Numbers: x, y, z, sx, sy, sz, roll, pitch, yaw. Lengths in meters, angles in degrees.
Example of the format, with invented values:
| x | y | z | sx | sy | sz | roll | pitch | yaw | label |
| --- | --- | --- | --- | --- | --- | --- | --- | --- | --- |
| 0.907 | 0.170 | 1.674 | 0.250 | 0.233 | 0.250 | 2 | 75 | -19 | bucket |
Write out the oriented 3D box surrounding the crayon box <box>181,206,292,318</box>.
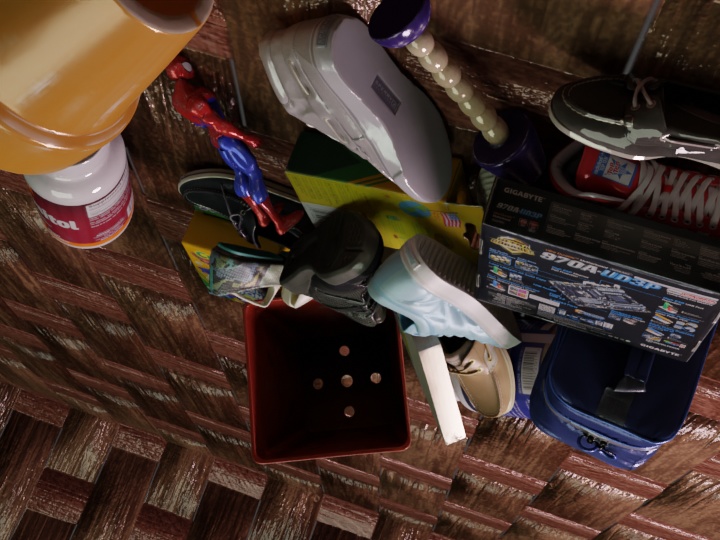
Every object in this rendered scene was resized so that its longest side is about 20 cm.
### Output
| x | y | z | sx | sy | sz | roll | pitch | yaw | label |
| --- | --- | --- | --- | --- | --- | --- | --- | --- | --- |
| -0.150 | -0.012 | 1.269 | 0.124 | 0.052 | 0.201 | 16 | 158 | 12 | crayon box |

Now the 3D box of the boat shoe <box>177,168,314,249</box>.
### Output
| x | y | z | sx | sy | sz | roll | pitch | yaw | label |
| --- | --- | --- | --- | --- | --- | --- | --- | --- | --- |
| -0.118 | -0.063 | 1.107 | 0.197 | 0.063 | 0.075 | 18 | 160 | 11 | boat shoe |

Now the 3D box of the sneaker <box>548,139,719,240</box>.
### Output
| x | y | z | sx | sy | sz | roll | pitch | yaw | label |
| --- | --- | --- | --- | --- | --- | --- | --- | --- | --- |
| 0.241 | -0.062 | 0.773 | 0.198 | 0.072 | 0.112 | 5 | 157 | 40 | sneaker |

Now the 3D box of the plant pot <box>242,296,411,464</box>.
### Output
| x | y | z | sx | sy | sz | roll | pitch | yaw | label |
| --- | --- | --- | --- | --- | --- | --- | --- | --- | --- |
| -0.031 | 0.141 | 1.298 | 0.197 | 0.203 | 0.176 | -7 | 169 | 8 | plant pot |

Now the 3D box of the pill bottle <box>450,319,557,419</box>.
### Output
| x | y | z | sx | sy | sz | roll | pitch | yaw | label |
| --- | --- | --- | --- | --- | --- | --- | --- | --- | --- |
| 0.179 | 0.116 | 1.190 | 0.198 | 0.117 | 0.116 | 1 | 152 | 41 | pill bottle |

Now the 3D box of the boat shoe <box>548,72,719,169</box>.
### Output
| x | y | z | sx | sy | sz | roll | pitch | yaw | label |
| --- | --- | --- | --- | --- | --- | --- | --- | --- | --- |
| 0.233 | -0.108 | 0.691 | 0.197 | 0.067 | 0.057 | 15 | 143 | 1 | boat shoe |

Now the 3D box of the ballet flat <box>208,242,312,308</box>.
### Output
| x | y | z | sx | sy | sz | roll | pitch | yaw | label |
| --- | --- | --- | --- | --- | --- | --- | --- | --- | --- |
| -0.093 | 0.010 | 1.157 | 0.198 | 0.075 | 0.074 | 7 | 170 | -37 | ballet flat |

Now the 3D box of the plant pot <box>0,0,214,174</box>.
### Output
| x | y | z | sx | sy | sz | roll | pitch | yaw | label |
| --- | --- | --- | --- | --- | --- | --- | --- | --- | --- |
| -0.212 | -0.195 | 0.727 | 0.182 | 0.202 | 0.200 | -19 | 139 | 36 | plant pot |

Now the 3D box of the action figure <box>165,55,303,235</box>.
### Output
| x | y | z | sx | sy | sz | roll | pitch | yaw | label |
| --- | --- | --- | --- | --- | --- | --- | --- | --- | --- |
| -0.126 | -0.124 | 0.959 | 0.065 | 0.052 | 0.201 | 31 | 162 | 53 | action figure |

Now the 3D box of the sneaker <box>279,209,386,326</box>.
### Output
| x | y | z | sx | sy | sz | roll | pitch | yaw | label |
| --- | --- | --- | --- | --- | --- | --- | --- | --- | --- |
| 0.000 | 0.000 | 0.997 | 0.113 | 0.077 | 0.199 | 23 | 161 | -17 | sneaker |

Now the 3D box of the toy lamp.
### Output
| x | y | z | sx | sy | sz | roll | pitch | yaw | label |
| --- | --- | --- | --- | --- | --- | --- | --- | --- | --- |
| 0.083 | -0.134 | 0.767 | 0.058 | 0.059 | 0.200 | 0 | 148 | 42 | toy lamp |

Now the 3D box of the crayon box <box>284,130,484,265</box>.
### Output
| x | y | z | sx | sy | sz | roll | pitch | yaw | label |
| --- | --- | --- | --- | --- | --- | --- | --- | --- | --- |
| 0.038 | -0.067 | 0.969 | 0.197 | 0.051 | 0.127 | 13 | 158 | 19 | crayon box |

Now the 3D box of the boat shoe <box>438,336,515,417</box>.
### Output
| x | y | z | sx | sy | sz | roll | pitch | yaw | label |
| --- | --- | --- | --- | --- | --- | --- | --- | --- | --- |
| 0.112 | 0.082 | 1.102 | 0.073 | 0.066 | 0.202 | -12 | 107 | 41 | boat shoe |

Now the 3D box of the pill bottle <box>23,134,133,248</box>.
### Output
| x | y | z | sx | sy | sz | roll | pitch | yaw | label |
| --- | --- | --- | --- | --- | --- | --- | --- | --- | --- |
| -0.313 | -0.110 | 1.099 | 0.112 | 0.114 | 0.200 | 20 | 158 | -1 | pill bottle |

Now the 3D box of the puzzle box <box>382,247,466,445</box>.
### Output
| x | y | z | sx | sy | sz | roll | pitch | yaw | label |
| --- | --- | --- | --- | --- | --- | --- | --- | --- | --- |
| 0.063 | 0.074 | 1.077 | 0.025 | 0.201 | 0.134 | -19 | 125 | -1 | puzzle box |

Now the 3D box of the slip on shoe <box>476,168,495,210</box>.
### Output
| x | y | z | sx | sy | sz | roll | pitch | yaw | label |
| --- | --- | --- | --- | --- | --- | --- | --- | --- | --- |
| 0.150 | -0.039 | 0.934 | 0.060 | 0.075 | 0.201 | -20 | 142 | 5 | slip on shoe |

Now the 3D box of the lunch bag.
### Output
| x | y | z | sx | sy | sz | roll | pitch | yaw | label |
| --- | --- | --- | --- | --- | --- | --- | --- | --- | --- |
| 0.247 | 0.085 | 0.941 | 0.134 | 0.202 | 0.133 | 22 | 157 | 10 | lunch bag |

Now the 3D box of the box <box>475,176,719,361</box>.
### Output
| x | y | z | sx | sy | sz | roll | pitch | yaw | label |
| --- | --- | --- | --- | --- | --- | --- | --- | --- | --- |
| 0.195 | 0.004 | 0.818 | 0.197 | 0.046 | 0.159 | 17 | 159 | 12 | box |

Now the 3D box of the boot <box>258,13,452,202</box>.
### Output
| x | y | z | sx | sy | sz | roll | pitch | yaw | label |
| --- | --- | --- | --- | --- | --- | --- | --- | --- | --- |
| -0.002 | -0.134 | 0.838 | 0.095 | 0.074 | 0.200 | 8 | 148 | 43 | boot |

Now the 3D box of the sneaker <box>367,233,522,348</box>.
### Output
| x | y | z | sx | sy | sz | roll | pitch | yaw | label |
| --- | --- | --- | --- | --- | --- | --- | --- | --- | --- |
| 0.080 | 0.033 | 0.958 | 0.082 | 0.075 | 0.199 | -33 | 135 | 23 | sneaker |
